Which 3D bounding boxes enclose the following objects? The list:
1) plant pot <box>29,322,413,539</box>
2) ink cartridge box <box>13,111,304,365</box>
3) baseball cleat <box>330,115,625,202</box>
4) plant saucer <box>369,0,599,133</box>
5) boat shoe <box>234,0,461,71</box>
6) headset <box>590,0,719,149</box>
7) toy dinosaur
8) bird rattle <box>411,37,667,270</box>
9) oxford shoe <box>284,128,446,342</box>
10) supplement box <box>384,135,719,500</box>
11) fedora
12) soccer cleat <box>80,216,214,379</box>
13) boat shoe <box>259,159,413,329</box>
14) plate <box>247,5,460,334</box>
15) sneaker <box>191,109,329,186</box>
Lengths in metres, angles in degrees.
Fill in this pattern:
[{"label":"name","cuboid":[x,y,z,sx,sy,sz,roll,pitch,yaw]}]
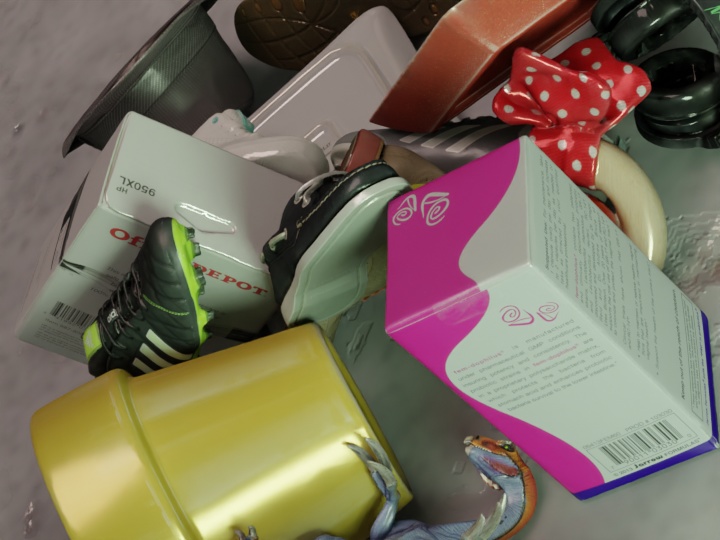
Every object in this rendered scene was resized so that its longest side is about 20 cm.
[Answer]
[{"label":"plant pot","cuboid":[-0.078,0.132,1.477,0.189,0.201,0.201,-29,40,2]},{"label":"ink cartridge box","cuboid":[-0.135,-0.004,1.610,0.200,0.144,0.084,-48,25,53]},{"label":"baseball cleat","cuboid":[0.082,-0.079,1.575,0.199,0.070,0.107,14,59,25]},{"label":"plant saucer","cuboid":[0.112,-0.166,1.503,0.199,0.037,0.200,-36,-5,-21]},{"label":"boat shoe","cuboid":[-0.003,-0.201,1.777,0.200,0.072,0.068,-10,20,33]},{"label":"headset","cuboid":[0.203,-0.145,1.495,0.094,0.124,0.200,-30,15,-18]},{"label":"toy dinosaur","cuboid":[0.018,0.169,1.410,0.105,0.181,0.200,60,144,33]},{"label":"bird rattle","cuboid":[0.120,-0.039,1.469,0.200,0.163,0.113,-45,-6,8]},{"label":"oxford shoe","cuboid":[0.000,0.000,1.564,0.071,0.075,0.200,-73,4,-47]},{"label":"supplement box","cuboid":[0.111,0.031,1.354,0.101,0.200,0.104,-25,44,28]},{"label":"fedora","cuboid":[-0.143,-0.129,1.801,0.177,0.090,0.200,-48,9,-5]},{"label":"soccer cleat","cuboid":[-0.139,0.035,1.524,0.081,0.200,0.068,-8,60,-11]},{"label":"boat shoe","cuboid":[-0.022,-0.025,1.431,0.060,0.075,0.200,63,154,14]},{"label":"plate","cuboid":[-0.024,-0.072,1.679,0.199,0.032,0.200,-40,51,13]},{"label":"sneaker","cuboid":[-0.089,-0.078,1.650,0.200,0.075,0.089,-15,47,50]}]
